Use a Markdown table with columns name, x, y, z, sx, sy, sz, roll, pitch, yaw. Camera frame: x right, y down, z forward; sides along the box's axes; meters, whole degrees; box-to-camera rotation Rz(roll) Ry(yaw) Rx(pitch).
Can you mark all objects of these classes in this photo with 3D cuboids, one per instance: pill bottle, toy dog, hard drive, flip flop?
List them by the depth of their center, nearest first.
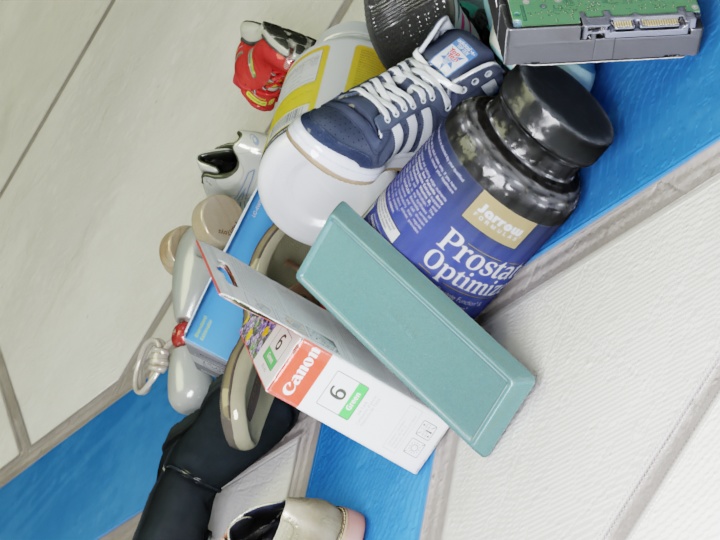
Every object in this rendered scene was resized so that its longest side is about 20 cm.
| name | x | y | z | sx | sy | sz | roll | pitch | yaw |
| --- | --- | --- | --- | --- | --- | --- | --- | --- | --- |
| hard drive | 0.152 | -0.222 | 1.388 | 0.038 | 0.138 | 0.201 | 92 | 172 | -45 |
| pill bottle | 0.083 | -0.050 | 1.390 | 0.200 | 0.111 | 0.112 | -49 | 25 | 28 |
| flip flop | -0.060 | 0.048 | 1.532 | 0.057 | 0.081 | 0.201 | 0 | 53 | 21 |
| pill bottle | -0.014 | -0.115 | 1.574 | 0.112 | 0.112 | 0.201 | -46 | 18 | 32 |
| toy dog | -0.129 | 0.034 | 1.809 | 0.132 | 0.096 | 0.202 | 4 | 82 | 62 |

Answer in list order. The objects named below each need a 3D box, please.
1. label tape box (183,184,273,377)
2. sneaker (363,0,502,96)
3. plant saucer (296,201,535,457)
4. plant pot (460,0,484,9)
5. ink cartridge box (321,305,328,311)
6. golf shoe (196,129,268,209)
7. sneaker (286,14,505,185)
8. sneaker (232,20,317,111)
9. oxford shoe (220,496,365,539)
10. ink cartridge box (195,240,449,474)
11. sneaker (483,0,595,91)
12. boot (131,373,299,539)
| name | x | y | z | sx | sy | sz | roll | pitch | yaw |
| --- | --- | --- | --- | --- | --- | --- | --- | --- | --- |
| label tape box | -0.085 | 0.016 | 1.635 | 0.200 | 0.066 | 0.144 | 106 | -170 | -79 |
| sneaker | 0.060 | -0.191 | 1.536 | 0.083 | 0.201 | 0.121 | -12 | 31 | 14 |
| plant saucer | 0.031 | 0.039 | 1.353 | 0.200 | 0.019 | 0.070 | 43 | 115 | 26 |
| plant pot | 0.059 | -0.321 | 1.644 | 0.196 | 0.199 | 0.197 | -52 | 24 | 18 |
| ink cartridge box | 0.000 | 0.000 | 1.594 | 0.163 | 0.057 | 0.200 | -60 | 27 | 2 |
| golf shoe | -0.121 | -0.088 | 1.891 | 0.200 | 0.097 | 0.079 | -32 | 38 | 52 |
| sneaker | 0.031 | -0.124 | 1.414 | 0.070 | 0.199 | 0.109 | 46 | 116 | 21 |
| sneaker | -0.084 | -0.201 | 1.997 | 0.200 | 0.076 | 0.086 | -153 | 81 | -74 |
| oxford shoe | -0.077 | 0.208 | 1.478 | 0.200 | 0.073 | 0.071 | -36 | 33 | 45 |
| ink cartridge box | -0.038 | 0.061 | 1.401 | 0.051 | 0.199 | 0.109 | -56 | 23 | 11 |
| sneaker | 0.157 | -0.209 | 1.463 | 0.131 | 0.079 | 0.200 | -53 | 24 | 22 |
| boot | -0.126 | 0.186 | 1.603 | 0.200 | 0.076 | 0.169 | -38 | 30 | 51 |
